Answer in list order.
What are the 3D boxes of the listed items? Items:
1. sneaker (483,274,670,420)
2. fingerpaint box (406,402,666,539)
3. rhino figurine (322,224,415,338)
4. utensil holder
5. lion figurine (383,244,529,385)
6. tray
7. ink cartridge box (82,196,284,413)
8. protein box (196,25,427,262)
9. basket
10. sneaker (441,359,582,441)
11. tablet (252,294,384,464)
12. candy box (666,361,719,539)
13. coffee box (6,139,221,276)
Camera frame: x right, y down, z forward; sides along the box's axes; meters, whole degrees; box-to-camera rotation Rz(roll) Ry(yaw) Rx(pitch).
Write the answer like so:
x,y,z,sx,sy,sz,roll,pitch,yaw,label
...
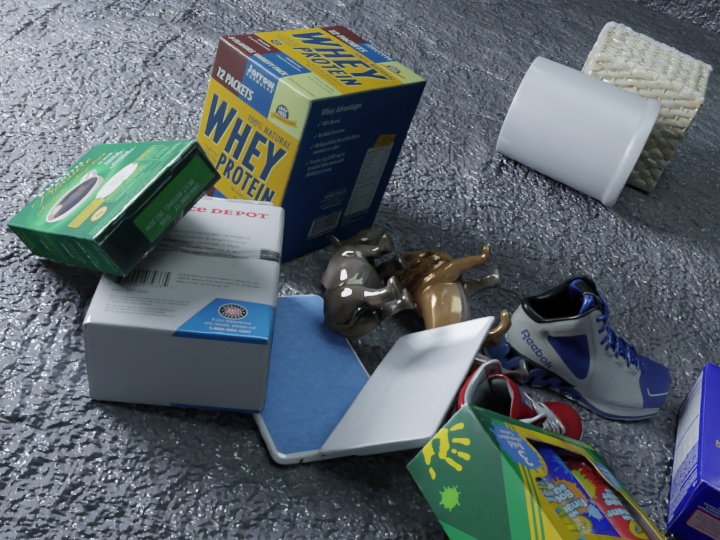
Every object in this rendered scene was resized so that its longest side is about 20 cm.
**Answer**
x,y,z,sx,sy,sz,roll,pitch,yaw,label
0.238,0.074,0.876,0.198,0.116,0.081,17,34,-6,sneaker
0.152,0.196,0.624,0.199,0.073,0.167,25,23,-44,fingerpaint box
0.000,0.000,0.871,0.060,0.087,0.200,58,12,-26,rhino figurine
0.329,-0.213,1.301,0.199,0.171,0.170,25,33,12,utensil holder
0.090,0.049,0.863,0.122,0.073,0.201,-20,44,11,lion figurine
0.050,0.103,0.747,0.022,0.107,0.200,65,31,-15,tray
-0.144,0.021,0.745,0.143,0.085,0.201,6,35,-5,ink cartridge box
-0.062,-0.140,0.934,0.135,0.201,0.198,37,36,24,protein box
0.448,-0.273,1.424,0.199,0.199,0.161,27,35,9,basket
0.144,0.129,0.745,0.199,0.113,0.071,-11,44,-39,sneaker
-0.055,0.091,0.779,0.129,0.014,0.200,-2,39,-31,tablet
0.390,0.201,0.817,0.168,0.077,0.200,27,34,10,candy box
-0.218,-0.059,0.740,0.199,0.044,0.123,7,50,48,coffee box
